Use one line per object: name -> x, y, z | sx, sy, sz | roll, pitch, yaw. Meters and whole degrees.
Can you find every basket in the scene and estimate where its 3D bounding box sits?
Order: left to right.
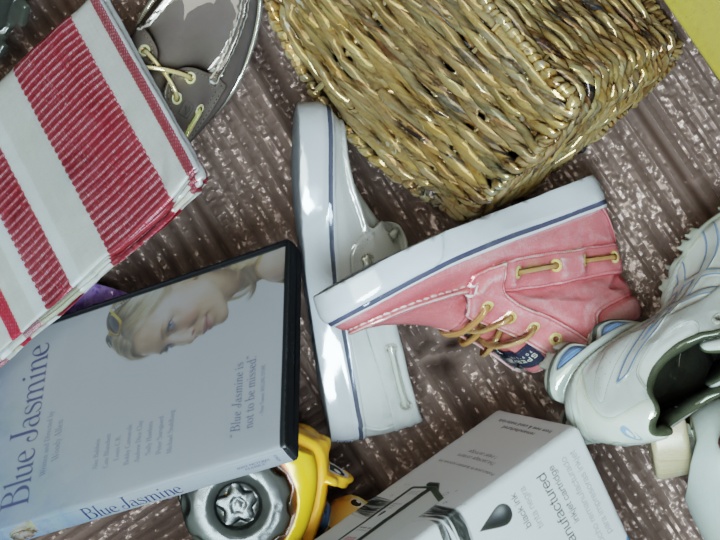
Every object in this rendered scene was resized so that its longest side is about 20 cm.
basket -> 0.059, -0.141, 1.174 | 0.200, 0.149, 0.143 | 49, 129, 7

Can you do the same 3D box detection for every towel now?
towel -> -0.187, -0.045, 1.166 | 0.200, 0.023, 0.144 | -40, 64, 18

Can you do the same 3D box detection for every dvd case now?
dvd case -> -0.123, 0.068, 1.125 | 0.199, 0.018, 0.143 | -18, 48, 20

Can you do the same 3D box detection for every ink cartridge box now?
ink cartridge box -> 0.048, 0.190, 1.079 | 0.200, 0.084, 0.146 | -34, 108, -23

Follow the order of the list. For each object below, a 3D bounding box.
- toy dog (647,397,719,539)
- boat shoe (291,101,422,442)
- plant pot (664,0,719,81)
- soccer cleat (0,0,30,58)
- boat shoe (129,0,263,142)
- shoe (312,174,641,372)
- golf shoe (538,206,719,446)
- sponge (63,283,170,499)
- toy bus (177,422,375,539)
toy dog -> 0.218, 0.151, 1.124 | 0.132, 0.096, 0.200 | -30, 84, 7
boat shoe -> 0.000, 0.000, 1.163 | 0.065, 0.072, 0.201 | -8, 100, -4
plant pot -> 0.266, -0.159, 1.089 | 0.176, 0.200, 0.200 | -36, 83, 17
soccer cleat -> -0.279, -0.120, 1.232 | 0.200, 0.065, 0.084 | -47, 53, 8
boat shoe -> -0.122, -0.099, 1.185 | 0.072, 0.060, 0.200 | 35, 101, -3
shoe -> 0.071, 0.018, 1.123 | 0.200, 0.071, 0.091 | -21, 89, -34
golf shoe -> 0.197, 0.032, 1.108 | 0.200, 0.097, 0.078 | -41, 115, -19
sponge -> -0.190, 0.055, 1.220 | 0.199, 0.030, 0.112 | 18, 90, 9
toy bus -> -0.028, 0.188, 1.149 | 0.191, 0.136, 0.201 | 18, 88, -5
